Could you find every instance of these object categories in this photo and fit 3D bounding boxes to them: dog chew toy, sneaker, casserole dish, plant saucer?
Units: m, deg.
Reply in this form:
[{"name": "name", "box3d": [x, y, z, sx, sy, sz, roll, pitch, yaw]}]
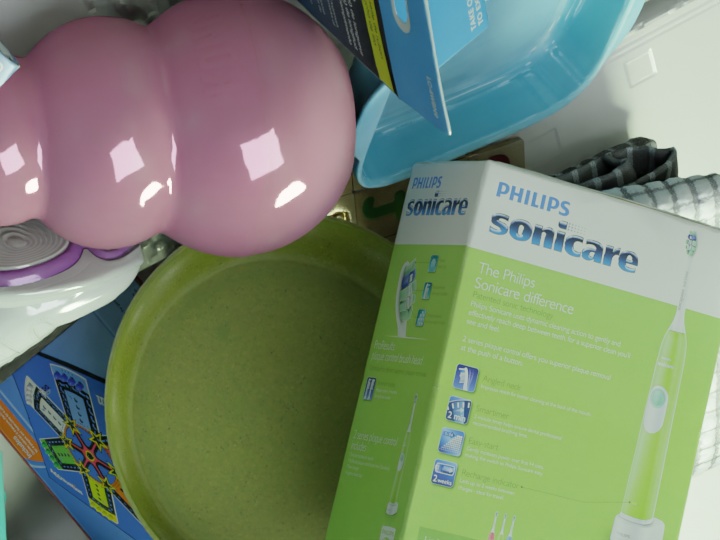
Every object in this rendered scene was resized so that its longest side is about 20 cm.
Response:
[{"name": "dog chew toy", "box3d": [-0.106, -0.065, 1.155, 0.200, 0.125, 0.125, -4, 121, -16]}, {"name": "sneaker", "box3d": [-0.200, 0.025, 1.197, 0.200, 0.075, 0.100, -18, 138, -12]}, {"name": "casserole dish", "box3d": [0.061, -0.111, 1.226, 0.200, 0.039, 0.121, -24, 151, -37]}, {"name": "plant saucer", "box3d": [-0.033, 0.071, 1.243, 0.200, 0.031, 0.200, 4, 78, -20]}]

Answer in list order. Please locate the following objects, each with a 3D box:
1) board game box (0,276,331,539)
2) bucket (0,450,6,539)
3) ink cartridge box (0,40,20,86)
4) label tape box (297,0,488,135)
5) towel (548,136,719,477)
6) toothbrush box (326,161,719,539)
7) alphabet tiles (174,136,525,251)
[{"name": "board game box", "box3d": [-0.089, 0.110, 1.259, 0.103, 0.019, 0.200, -39, 93, -3]}, {"name": "bucket", "box3d": [-0.252, 0.147, 1.148, 0.207, 0.135, 0.207, -10, 144, -7]}, {"name": "ink cartridge box", "box3d": [-0.253, -0.062, 1.058, 0.200, 0.136, 0.076, -43, 125, 1]}, {"name": "label tape box", "box3d": [0.006, -0.169, 1.094, 0.066, 0.200, 0.143, -25, 128, -16]}, {"name": "towel", "box3d": [0.111, 0.035, 1.348, 0.165, 0.086, 0.200, -15, 121, -15]}, {"name": "toothbrush box", "box3d": [0.083, 0.062, 1.202, 0.145, 0.086, 0.200, 15, 86, -24]}, {"name": "alphabet tiles", "box3d": [0.000, 0.000, 1.321, 0.200, 0.006, 0.167, -18, 126, -19]}]
